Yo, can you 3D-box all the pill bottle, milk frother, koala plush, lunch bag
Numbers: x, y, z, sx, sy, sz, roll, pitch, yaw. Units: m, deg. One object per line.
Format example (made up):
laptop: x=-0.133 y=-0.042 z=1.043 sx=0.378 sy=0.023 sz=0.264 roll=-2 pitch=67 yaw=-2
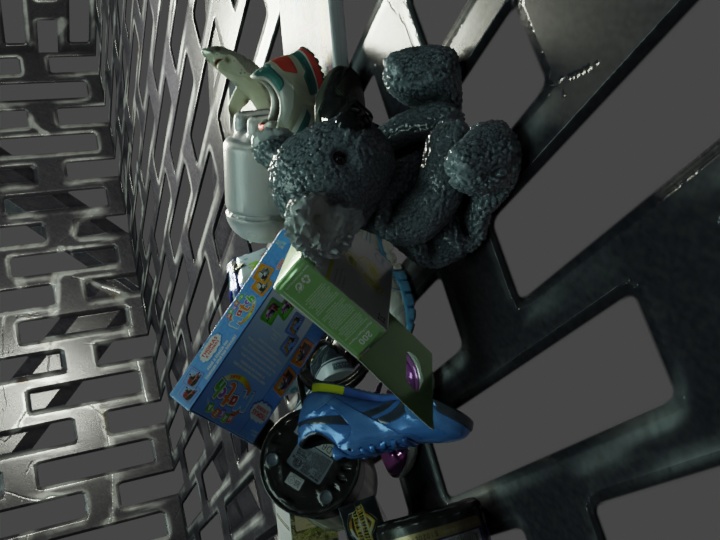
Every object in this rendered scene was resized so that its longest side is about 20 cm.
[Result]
pill bottle: x=0.090 y=0.331 z=0.752 sx=0.112 sy=0.110 sz=0.204 roll=132 pitch=127 yaw=-61
milk frother: x=-0.033 y=0.195 z=0.967 sx=0.181 sy=0.199 sz=0.189 roll=46 pitch=170 yaw=21
koala plush: x=0.007 y=-0.080 z=0.702 sx=0.186 sy=0.196 sz=0.179 roll=106 pitch=147 yaw=-43
lunch bag: x=-0.139 y=0.081 z=1.178 sx=0.161 sy=0.081 sz=0.204 roll=-117 pitch=12 yaw=-62

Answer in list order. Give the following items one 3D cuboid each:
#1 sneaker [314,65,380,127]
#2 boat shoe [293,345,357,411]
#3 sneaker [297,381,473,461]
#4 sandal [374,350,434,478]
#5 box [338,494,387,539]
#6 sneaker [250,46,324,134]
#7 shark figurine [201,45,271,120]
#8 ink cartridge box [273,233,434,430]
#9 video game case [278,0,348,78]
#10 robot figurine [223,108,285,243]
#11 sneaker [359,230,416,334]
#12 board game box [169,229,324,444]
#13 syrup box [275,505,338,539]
sneaker: x=0.003 y=-0.149 z=0.861 sx=0.113 sy=0.076 sz=0.203 roll=-19 pitch=52 yaw=35
boat shoe: x=-0.053 y=0.146 z=1.097 sx=0.201 sy=0.069 sz=0.092 roll=118 pitch=145 yaw=-49
sneaker: x=0.021 y=0.167 z=0.812 sx=0.196 sy=0.066 sz=0.080 roll=2 pitch=60 yaw=31
sandal: x=0.036 y=0.162 z=0.901 sx=0.083 sy=0.049 sz=0.205 roll=-118 pitch=29 yaw=-43
box: x=0.028 y=0.355 z=0.901 sx=0.201 sy=0.045 sz=0.162 roll=78 pitch=174 yaw=-66
sneaker: x=-0.077 y=-0.164 z=0.974 sx=0.070 sy=0.092 sz=0.204 roll=21 pitch=130 yaw=62
shark figurine: x=-0.155 y=-0.260 z=1.215 sx=0.217 sy=0.125 sz=0.091 roll=81 pitch=-170 yaw=-45
ink cartridge box: x=0.013 y=0.038 z=0.752 sx=0.048 sy=0.199 sz=0.146 roll=-44 pitch=13 yaw=21
video game case: x=-0.063 y=-0.314 z=1.016 sx=0.181 sy=0.023 sz=0.205 roll=-172 pitch=76 yaw=-66
robot figurine: x=-0.141 y=-0.127 z=1.145 sx=0.169 sy=0.111 sz=0.204 roll=31 pitch=126 yaw=51
sneaker: x=0.000 y=0.000 z=0.891 sx=0.075 sy=0.085 sz=0.204 roll=-49 pitch=54 yaw=58
board game box: x=-0.101 y=0.077 z=0.848 sx=0.036 sy=0.202 sz=0.152 roll=27 pitch=167 yaw=27
syrup box: x=-0.082 y=0.408 z=1.221 sx=0.081 sy=0.077 sz=0.205 roll=-168 pitch=72 yaw=-65
